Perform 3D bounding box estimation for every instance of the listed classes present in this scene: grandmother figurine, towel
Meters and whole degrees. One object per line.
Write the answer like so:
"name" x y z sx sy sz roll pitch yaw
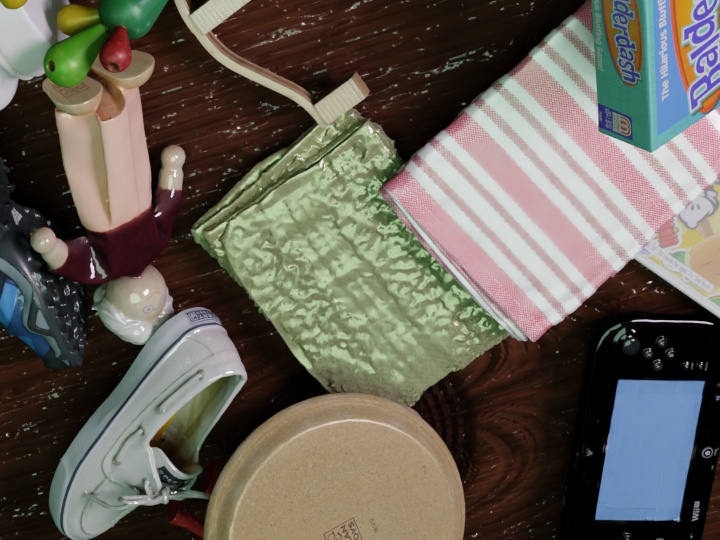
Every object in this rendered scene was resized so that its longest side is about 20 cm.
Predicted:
"grandmother figurine" -0.156 -0.036 1.181 0.120 0.061 0.202 -25 131 -22
"towel" 0.129 -0.066 1.173 0.200 0.030 0.146 -42 104 11
"towel" 0.000 0.000 1.226 0.148 0.037 0.200 -36 108 14

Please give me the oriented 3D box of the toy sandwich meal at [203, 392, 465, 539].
"toy sandwich meal" -0.024 0.175 1.245 0.203 0.070 0.208 -4 102 -18

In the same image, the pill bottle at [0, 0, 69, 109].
"pill bottle" -0.281 -0.131 1.129 0.198 0.114 0.114 -24 112 11

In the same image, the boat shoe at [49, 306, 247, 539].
"boat shoe" -0.135 0.127 1.243 0.074 0.086 0.203 7 126 -52

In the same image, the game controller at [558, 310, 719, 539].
"game controller" 0.197 0.120 1.273 0.103 0.042 0.202 5 114 -1

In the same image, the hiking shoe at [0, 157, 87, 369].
"hiking shoe" -0.243 -0.006 1.194 0.086 0.075 0.201 -13 134 15

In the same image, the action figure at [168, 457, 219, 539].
"action figure" -0.042 0.204 1.310 0.199 0.052 0.065 38 115 -20

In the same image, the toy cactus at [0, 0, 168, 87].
"toy cactus" -0.120 -0.201 1.073 0.163 0.102 0.202 13 81 -22

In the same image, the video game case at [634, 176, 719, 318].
"video game case" 0.254 -0.064 1.200 0.199 0.023 0.183 33 110 -13

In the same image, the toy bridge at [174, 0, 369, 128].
"toy bridge" -0.079 -0.171 1.146 0.067 0.027 0.201 -34 103 14

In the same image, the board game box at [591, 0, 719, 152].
"board game box" 0.212 -0.180 1.058 0.199 0.045 0.153 -33 132 -29
